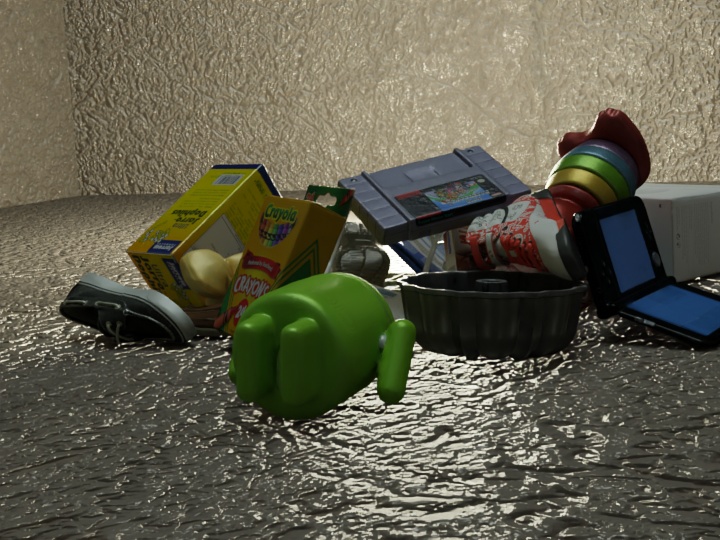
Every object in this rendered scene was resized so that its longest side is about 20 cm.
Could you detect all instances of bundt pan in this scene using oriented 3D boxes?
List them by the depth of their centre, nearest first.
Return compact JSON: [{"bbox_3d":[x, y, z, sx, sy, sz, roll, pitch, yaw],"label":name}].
[{"bbox_3d":[0.138,0.047,1.171,0.201,0.076,0.202,-1,6,0],"label":"bundt pan"}]

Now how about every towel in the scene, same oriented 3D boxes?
[{"bbox_3d":[0.113,-0.018,1.520,0.147,0.024,0.200,43,21,7],"label":"towel"}]

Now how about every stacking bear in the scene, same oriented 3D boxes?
[{"bbox_3d":[0.269,-0.087,1.371,0.200,0.114,0.121,-49,10,-35],"label":"stacking bear"}]

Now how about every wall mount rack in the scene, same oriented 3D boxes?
[{"bbox_3d":[0.018,-0.002,1.305,0.199,0.075,0.174,17,36,4],"label":"wall mount rack"}]

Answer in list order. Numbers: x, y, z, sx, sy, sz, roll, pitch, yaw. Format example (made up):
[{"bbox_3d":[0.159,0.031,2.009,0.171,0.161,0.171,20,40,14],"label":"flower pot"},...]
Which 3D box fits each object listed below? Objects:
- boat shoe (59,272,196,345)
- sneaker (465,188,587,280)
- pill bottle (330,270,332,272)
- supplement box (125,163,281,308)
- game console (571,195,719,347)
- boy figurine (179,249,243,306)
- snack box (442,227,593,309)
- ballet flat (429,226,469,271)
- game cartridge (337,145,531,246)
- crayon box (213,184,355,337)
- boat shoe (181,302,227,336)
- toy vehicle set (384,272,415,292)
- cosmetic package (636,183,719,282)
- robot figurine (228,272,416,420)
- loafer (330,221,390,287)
[{"bbox_3d":[-0.281,0.060,1.339,0.199,0.071,0.064,14,49,37],"label":"boat shoe"},{"bbox_3d":[0.176,-0.022,1.215,0.108,0.067,0.202,-23,21,8],"label":"sneaker"},{"bbox_3d":[-0.111,-0.027,1.660,0.199,0.112,0.111,5,12,41],"label":"pill bottle"},{"bbox_3d":[-0.204,-0.046,1.545,0.109,0.109,0.200,4,43,44],"label":"supplement box"},{"bbox_3d":[0.344,-0.005,1.252,0.116,0.177,0.200,-17,-2,34],"label":"game console"},{"bbox_3d":[-0.161,0.014,1.446,0.124,0.065,0.200,-48,-25,23],"label":"boy figurine"},{"bbox_3d":[0.192,-0.001,1.352,0.199,0.072,0.024,10,-30,-26],"label":"snack box"},{"bbox_3d":[0.127,-0.036,1.441,0.067,0.201,0.068,-28,10,-13],"label":"ballet flat"},{"bbox_3d":[0.088,-0.093,1.329,0.199,0.039,0.130,-16,34,-22],"label":"game cartridge"},{"bbox_3d":[-0.087,-0.010,1.247,0.051,0.201,0.127,25,-6,-28],"label":"crayon box"},{"bbox_3d":[-0.126,0.041,1.358,0.199,0.068,0.072,-3,9,2],"label":"boat shoe"},{"bbox_3d":[0.044,0.032,1.495,0.124,0.027,0.200,1,10,25],"label":"toy vehicle set"},{"bbox_3d":[0.433,-0.059,1.633,0.199,0.124,0.199,-11,12,-37],"label":"cosmetic package"},{"bbox_3d":[-0.039,0.065,1.010,0.175,0.116,0.200,2,9,22],"label":"robot figurine"},{"bbox_3d":[0.000,0.000,1.427,0.076,0.068,0.200,4,25,1],"label":"loafer"}]
